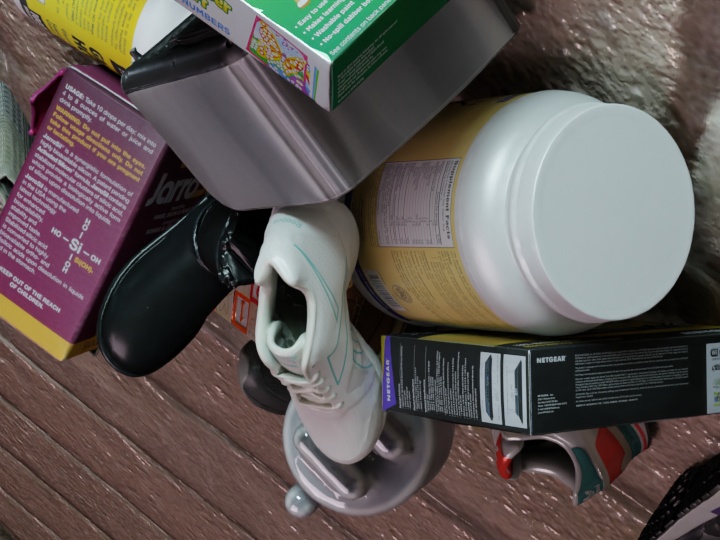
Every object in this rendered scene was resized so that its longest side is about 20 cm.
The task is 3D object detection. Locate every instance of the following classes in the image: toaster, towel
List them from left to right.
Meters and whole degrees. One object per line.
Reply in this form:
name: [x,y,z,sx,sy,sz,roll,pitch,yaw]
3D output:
towel: [-0.277,-0.045,1.481,0.200,0.034,0.193,-113,0,-60]
toaster: [-0.021,-0.138,1.031,0.119,0.181,0.200,53,156,-18]

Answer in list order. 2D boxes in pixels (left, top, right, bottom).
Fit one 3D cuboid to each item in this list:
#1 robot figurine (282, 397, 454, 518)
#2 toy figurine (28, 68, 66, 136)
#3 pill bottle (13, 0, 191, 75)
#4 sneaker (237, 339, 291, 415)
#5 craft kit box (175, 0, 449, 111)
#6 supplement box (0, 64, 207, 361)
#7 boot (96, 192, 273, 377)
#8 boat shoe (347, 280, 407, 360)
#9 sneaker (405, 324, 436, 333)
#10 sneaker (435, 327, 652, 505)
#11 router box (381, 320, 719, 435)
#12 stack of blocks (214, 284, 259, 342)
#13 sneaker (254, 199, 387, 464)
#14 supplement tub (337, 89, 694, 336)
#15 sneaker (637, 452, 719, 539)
robot figurine: [0.009,0.118,1.275,0.113,0.169,0.200,49,-173,7]
toy figurine: [-0.216,-0.090,1.469,0.185,0.150,0.200,56,179,1]
pill bottle: [-0.151,-0.192,1.236,0.200,0.112,0.113,33,153,28]
sneaker: [-0.008,0.079,1.399,0.079,0.199,0.076,-11,78,50]
craft kit box: [-0.025,-0.206,0.905,0.197,0.200,0.049,34,154,21]
supplement box: [-0.190,-0.049,1.301,0.103,0.131,0.201,33,110,15]
boot: [-0.098,-0.006,1.192,0.073,0.198,0.162,44,169,-14]
boat shoe: [0.000,0.000,1.178,0.067,0.201,0.072,31,168,-29]
sneaker: [0.005,0.008,1.375,0.200,0.078,0.086,10,102,63]
sneaker: [0.115,0.100,1.289,0.199,0.093,0.071,33,153,26]
router box: [0.136,0.063,1.083,0.157,0.199,0.053,2,94,57]
stack of blocks: [-0.051,-0.001,1.330,0.200,0.058,0.116,30,117,56]
sneaker: [-0.033,0.049,1.077,0.070,0.080,0.201,4,126,23]
supplement tub: [0.091,-0.035,1.052,0.200,0.145,0.146,2,131,57]
sneaker: [0.263,0.182,1.209,0.087,0.076,0.200,38,156,3]
